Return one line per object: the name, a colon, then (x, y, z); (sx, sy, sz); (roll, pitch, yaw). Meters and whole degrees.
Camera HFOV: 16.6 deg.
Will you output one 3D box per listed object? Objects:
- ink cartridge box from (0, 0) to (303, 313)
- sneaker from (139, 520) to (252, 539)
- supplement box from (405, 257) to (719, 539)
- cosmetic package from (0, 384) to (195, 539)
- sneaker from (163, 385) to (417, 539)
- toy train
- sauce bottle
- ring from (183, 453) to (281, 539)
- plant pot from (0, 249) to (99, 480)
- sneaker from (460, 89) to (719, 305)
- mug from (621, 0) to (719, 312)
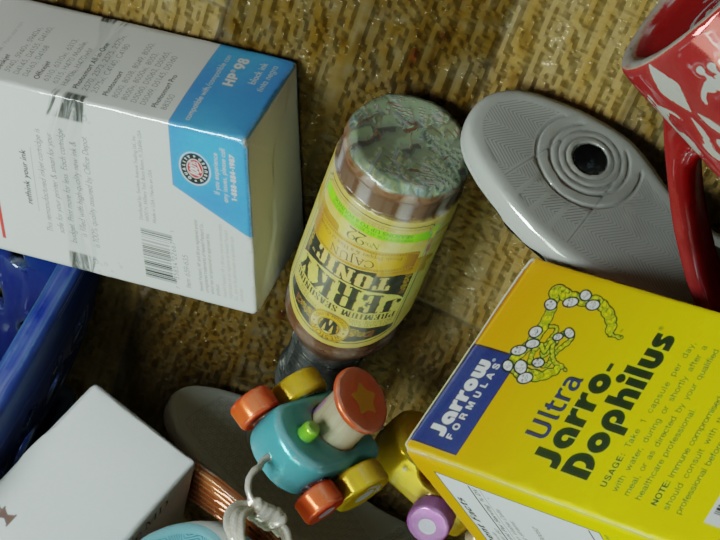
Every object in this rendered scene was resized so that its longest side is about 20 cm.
ink cartridge box: (-0.132, -0.062, 1.199); (0.200, 0.067, 0.116); (15, 137, 15)
sneaker: (-0.066, 0.187, 1.248); (0.131, 0.080, 0.200); (-2, 145, -35)
supplement box: (0.140, 0.088, 1.029); (0.200, 0.110, 0.109); (18, 153, 39)
cosmetic package: (-0.153, 0.156, 1.303); (0.071, 0.101, 0.200); (36, 152, 11)
sneaker: (-0.046, 0.147, 1.354); (0.200, 0.071, 0.099); (38, 134, -15)
toy train: (0.029, 0.116, 1.186); (0.200, 0.150, 0.056); (27, 126, -28)
sauce bottle: (0.000, 0.000, 1.191); (0.065, 0.065, 0.200); (25, 141, 5)
ring: (-0.077, 0.157, 1.331); (0.200, 0.019, 0.200); (32, 149, 22)
plant pot: (-0.262, 0.066, 1.307); (0.200, 0.200, 0.180); (20, 143, 9)
sneaker: (0.117, 0.009, 1.130); (0.200, 0.073, 0.112); (37, 151, 4)
mug: (0.196, -0.035, 0.985); (0.200, 0.133, 0.178); (44, 101, -10)
